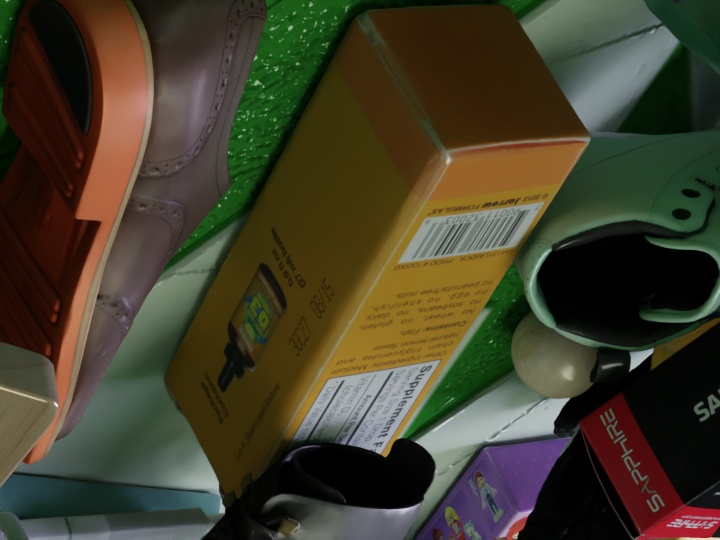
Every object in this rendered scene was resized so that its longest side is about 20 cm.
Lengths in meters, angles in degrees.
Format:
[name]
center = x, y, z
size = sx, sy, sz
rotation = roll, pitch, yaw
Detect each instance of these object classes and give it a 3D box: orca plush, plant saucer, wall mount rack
[orca plush]
center = 0.105, 0.069, 1.008
size = 0.199, 0.105, 0.071
rotation = -30, 133, -15
[plant saucer]
center = -0.139, 0.107, 0.933
size = 0.070, 0.019, 0.200
rotation = -44, 146, 25
[wall mount rack]
center = -0.114, 0.160, 0.940
size = 0.199, 0.075, 0.174
rotation = 0, 138, -39

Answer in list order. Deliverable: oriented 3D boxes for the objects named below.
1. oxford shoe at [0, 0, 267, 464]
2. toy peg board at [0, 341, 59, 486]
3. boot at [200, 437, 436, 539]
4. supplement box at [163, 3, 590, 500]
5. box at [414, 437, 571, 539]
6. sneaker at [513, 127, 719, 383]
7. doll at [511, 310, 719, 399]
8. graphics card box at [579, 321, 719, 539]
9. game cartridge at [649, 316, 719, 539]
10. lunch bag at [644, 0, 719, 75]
[oxford shoe]
center = -0.076, -0.011, 0.751
size = 0.072, 0.071, 0.200
rotation = -15, 148, -32
[toy peg board]
center = -0.227, 0.041, 0.703
size = 0.199, 0.098, 0.200
rotation = 19, 127, -33
[boot]
center = -0.070, 0.122, 0.822
size = 0.200, 0.077, 0.139
rotation = -11, 134, -50
[supplement box]
center = 0.000, 0.000, 0.835
size = 0.069, 0.067, 0.200
rotation = -7, 145, -36
[box]
center = 0.077, 0.151, 1.163
size = 0.136, 0.039, 0.200
rotation = -4, 143, -34
[sneaker]
center = 0.148, -0.011, 0.830
size = 0.199, 0.118, 0.074
rotation = -7, 112, 5
[doll]
center = 0.136, -0.014, 0.944
size = 0.136, 0.049, 0.200
rotation = 19, 127, -44
[graphics card box]
center = 0.183, 0.020, 0.811
size = 0.200, 0.051, 0.125
rotation = -37, 157, 25
[game cartridge]
center = 0.187, 0.080, 0.990
size = 0.199, 0.032, 0.177
rotation = -18, 123, -36
[lunch bag]
center = 0.214, -0.132, 0.756
size = 0.170, 0.122, 0.200
rotation = -6, 139, -37
